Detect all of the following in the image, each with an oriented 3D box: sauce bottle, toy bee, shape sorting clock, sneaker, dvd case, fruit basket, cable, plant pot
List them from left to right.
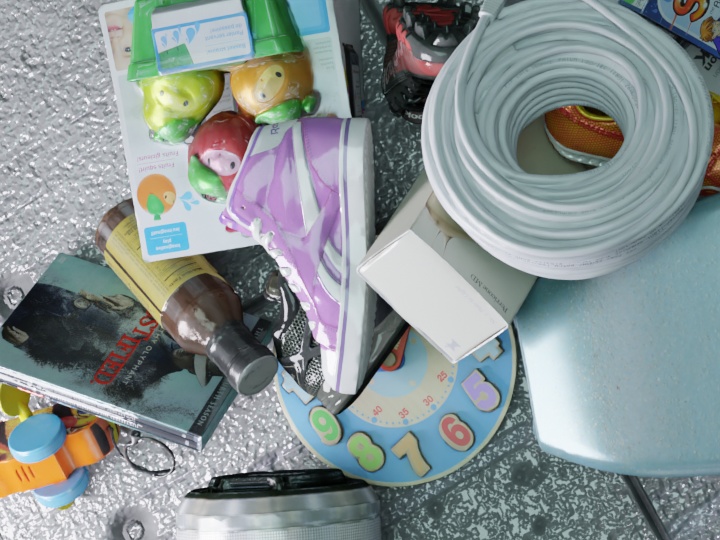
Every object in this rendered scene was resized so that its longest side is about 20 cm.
[{"bbox_3d":[-0.239,0.140,1.473,0.198,0.109,0.132,7,126,2],"label":"toy bee"},{"bbox_3d":[-0.187,0.062,1.447,0.198,0.146,0.022,19,133,13],"label":"dvd case"},{"bbox_3d":[-0.137,0.023,1.435,0.065,0.065,0.200,-48,58,7],"label":"sauce bottle"},{"bbox_3d":[-0.099,-0.118,1.364,0.183,0.094,0.202,-8,89,12],"label":"fruit basket"},{"bbox_3d":[-0.045,-0.010,1.324,0.113,0.073,0.203,-2,91,6],"label":"sneaker"},{"bbox_3d":[0.000,0.000,1.392,0.114,0.076,0.200,38,95,5],"label":"sneaker"},{"bbox_3d":[0.026,0.072,1.439,0.198,0.039,0.202,-1,87,14],"label":"shape sorting clock"},{"bbox_3d":[0.056,-0.157,1.373,0.070,0.200,0.099,0,102,-6],"label":"sneaker"},{"bbox_3d":[0.140,-0.092,1.232,0.199,0.069,0.201,31,74,20],"label":"cable"},{"bbox_3d":[0.224,0.057,1.320,0.198,0.196,0.198,-12,85,17],"label":"plant pot"},{"bbox_3d":[0.234,-0.105,1.313,0.198,0.078,0.073,9,45,-1],"label":"sneaker"}]

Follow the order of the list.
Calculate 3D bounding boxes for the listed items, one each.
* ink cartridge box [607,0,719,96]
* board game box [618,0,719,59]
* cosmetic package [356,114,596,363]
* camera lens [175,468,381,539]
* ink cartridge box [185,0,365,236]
[{"bbox_3d":[0.240,-0.231,1.323,0.199,0.084,0.145,34,97,-31],"label":"ink cartridge box"},{"bbox_3d":[0.284,-0.247,1.265,0.135,0.034,0.201,22,101,-29],"label":"board game box"},{"bbox_3d":[0.090,-0.042,1.322,0.103,0.200,0.073,42,137,-11],"label":"cosmetic package"},{"bbox_3d":[-0.060,0.257,1.387,0.158,0.160,0.202,-4,86,13],"label":"camera lens"},{"bbox_3d":[-0.074,-0.128,1.448,0.146,0.086,0.202,-5,88,13],"label":"ink cartridge box"}]
